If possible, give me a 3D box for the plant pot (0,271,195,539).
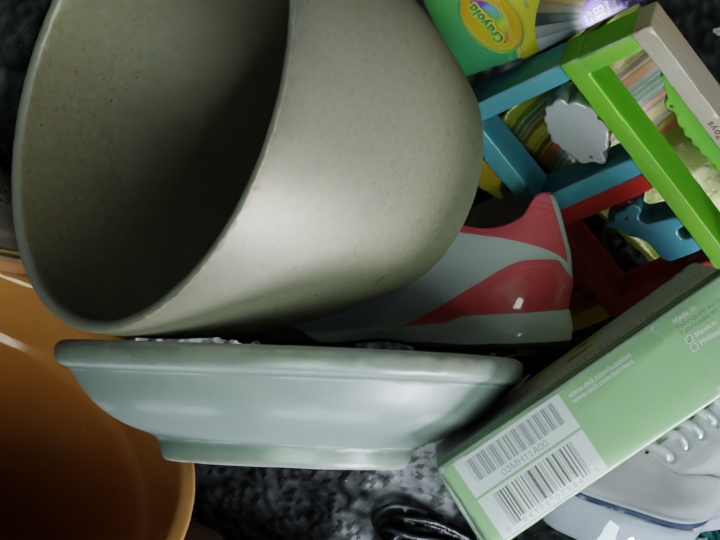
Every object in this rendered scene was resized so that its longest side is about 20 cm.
[{"bbox_3d":[-0.191,0.112,1.125,0.199,0.201,0.140,14,135,-21],"label":"plant pot"}]

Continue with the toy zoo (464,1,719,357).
[{"bbox_3d":[0.086,-0.031,1.142,0.199,0.021,0.131,-24,119,34],"label":"toy zoo"}]

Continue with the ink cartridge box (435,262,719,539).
[{"bbox_3d":[0.102,0.055,1.111,0.145,0.200,0.048,-35,92,2],"label":"ink cartridge box"}]

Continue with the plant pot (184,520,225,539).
[{"bbox_3d":[-0.061,0.224,1.225,0.198,0.201,0.201,20,116,-33],"label":"plant pot"}]

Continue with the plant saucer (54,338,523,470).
[{"bbox_3d":[-0.031,0.057,1.068,0.199,0.200,0.051,4,88,-15],"label":"plant saucer"}]

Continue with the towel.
[{"bbox_3d":[0.155,-0.044,1.194,0.086,0.018,0.200,-41,122,15],"label":"towel"}]

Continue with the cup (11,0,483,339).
[{"bbox_3d":[-0.033,-0.058,1.050,0.143,0.201,0.201,16,118,-35],"label":"cup"}]

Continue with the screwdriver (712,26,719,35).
[{"bbox_3d":[0.257,-0.101,1.169,0.199,0.029,0.028,1,122,-19],"label":"screwdriver"}]

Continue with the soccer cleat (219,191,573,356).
[{"bbox_3d":[0.000,0.000,1.145,0.199,0.068,0.074,1,90,19],"label":"soccer cleat"}]

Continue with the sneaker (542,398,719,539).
[{"bbox_3d":[0.145,0.088,1.193,0.073,0.200,0.071,21,103,24],"label":"sneaker"}]

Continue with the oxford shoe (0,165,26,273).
[{"bbox_3d":[-0.196,-0.071,1.068,0.073,0.071,0.200,-45,120,11],"label":"oxford shoe"}]

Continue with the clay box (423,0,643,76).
[{"bbox_3d":[0.110,-0.174,1.081,0.199,0.048,0.115,-24,127,4],"label":"clay box"}]

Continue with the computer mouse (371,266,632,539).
[{"bbox_3d":[0.112,0.098,1.258,0.140,0.046,0.200,26,113,-26],"label":"computer mouse"}]

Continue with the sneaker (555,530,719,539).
[{"bbox_3d":[0.152,0.160,1.278,0.200,0.077,0.080,24,91,-50],"label":"sneaker"}]
